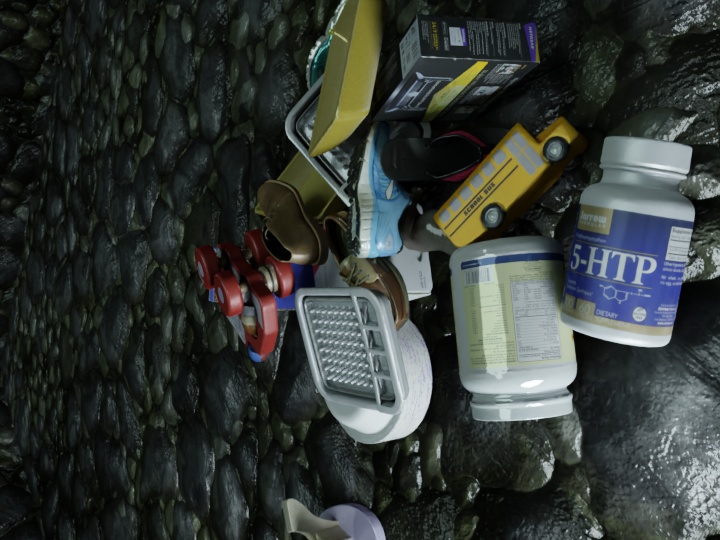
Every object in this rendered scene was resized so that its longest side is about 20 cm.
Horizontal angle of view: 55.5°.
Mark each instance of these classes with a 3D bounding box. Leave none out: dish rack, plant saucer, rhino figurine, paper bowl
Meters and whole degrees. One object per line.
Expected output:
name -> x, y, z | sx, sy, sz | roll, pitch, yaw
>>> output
dish rack -> -0.003, -0.209, 1.036 | 0.172, 0.043, 0.201 | -45, 76, 9
plant saucer -> -0.015, -0.267, 0.929 | 0.200, 0.047, 0.207 | 164, 118, -75
rhino figurine -> 0.134, -0.063, 0.959 | 0.196, 0.059, 0.090 | 11, 86, 36
paper bowl -> 0.011, 0.165, 1.075 | 0.198, 0.102, 0.208 | 0, 90, 51
plant saucer -> -0.062, -0.152, 1.151 | 0.197, 0.049, 0.202 | 11, 60, 49
dish rack -> -0.009, 0.102, 0.959 | 0.197, 0.043, 0.177 | -2, 106, 50

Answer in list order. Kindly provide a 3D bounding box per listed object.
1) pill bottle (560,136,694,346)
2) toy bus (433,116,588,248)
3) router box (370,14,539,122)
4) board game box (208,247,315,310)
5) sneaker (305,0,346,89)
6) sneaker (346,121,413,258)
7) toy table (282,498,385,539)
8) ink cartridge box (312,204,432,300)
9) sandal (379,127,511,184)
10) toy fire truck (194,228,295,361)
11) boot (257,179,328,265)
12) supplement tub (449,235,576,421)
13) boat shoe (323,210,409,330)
pill bottle -> 0.287, -0.033, 0.732 | 0.118, 0.117, 0.207 | 16, 101, 48
toy bus -> 0.187, -0.109, 0.856 | 0.201, 0.064, 0.079 | -48, 64, 21
router box -> 0.110, -0.248, 0.870 | 0.200, 0.152, 0.054 | 150, 116, -71
board game box -> -0.159, 0.014, 1.240 | 0.197, 0.156, 0.100 | 4, 92, 49
sneaker -> -0.030, -0.371, 1.159 | 0.080, 0.076, 0.202 | 50, 126, 26
sneaker -> 0.030, -0.113, 0.970 | 0.078, 0.087, 0.207 | 148, 127, -67
toy table -> -0.061, 0.468, 1.147 | 0.201, 0.115, 0.187 | -48, 54, 39
ink cartridge box -> 0.011, -0.016, 1.092 | 0.197, 0.082, 0.150 | -19, 75, 48
sandal -> 0.122, -0.149, 0.905 | 0.193, 0.045, 0.078 | -3, 88, 4
toy fire truck -> -0.175, 0.047, 1.067 | 0.200, 0.110, 0.172 | 42, 143, 46
boot -> -0.123, -0.078, 1.042 | 0.201, 0.074, 0.075 | 49, 135, 42
supplement tub -> 0.185, 0.071, 0.833 | 0.143, 0.142, 0.207 | -12, 80, 49
boat shoe -> 0.000, 0.000, 0.985 | 0.076, 0.072, 0.203 | -51, 54, 36
